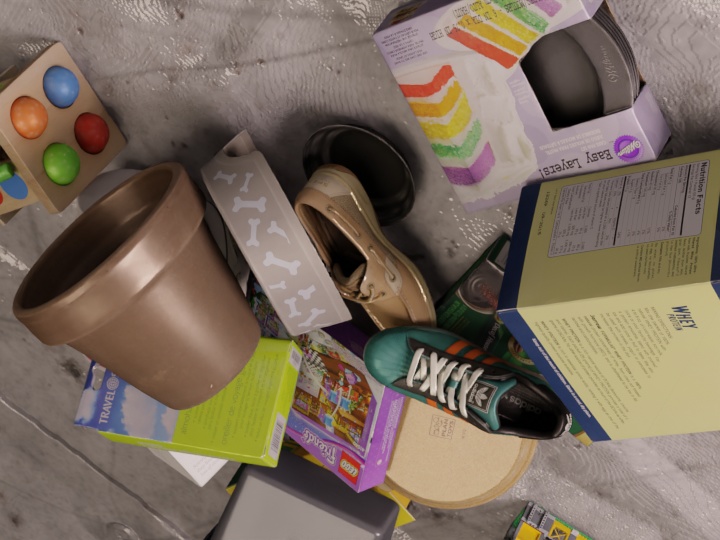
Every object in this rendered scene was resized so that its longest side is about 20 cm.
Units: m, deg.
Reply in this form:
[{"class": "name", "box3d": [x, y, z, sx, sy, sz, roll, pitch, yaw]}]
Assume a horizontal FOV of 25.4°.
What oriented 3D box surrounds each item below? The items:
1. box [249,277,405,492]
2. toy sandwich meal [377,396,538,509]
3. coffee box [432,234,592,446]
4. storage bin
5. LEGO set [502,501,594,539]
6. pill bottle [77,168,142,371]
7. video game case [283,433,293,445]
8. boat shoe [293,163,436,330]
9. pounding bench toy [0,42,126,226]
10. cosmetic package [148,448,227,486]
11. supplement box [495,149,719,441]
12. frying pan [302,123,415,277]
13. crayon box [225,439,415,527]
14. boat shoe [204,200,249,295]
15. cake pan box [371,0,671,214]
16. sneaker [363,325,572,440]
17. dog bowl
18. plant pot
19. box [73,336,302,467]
[{"class": "box", "box3d": [-0.042, 0.107, 1.582, 0.200, 0.039, 0.137, 36, 126, 35]}, {"class": "toy sandwich meal", "box3d": [0.082, 0.148, 1.595, 0.205, 0.070, 0.206, 3, 104, 12]}, {"class": "coffee box", "box3d": [0.173, 0.068, 1.491, 0.200, 0.044, 0.123, 38, 137, -4]}, {"class": "storage bin", "box3d": [-0.055, 0.274, 1.649, 0.200, 0.146, 0.135, 25, 109, 9]}, {"class": "LEGO set", "box3d": [0.181, 0.349, 1.680, 0.154, 0.116, 0.200, 37, 137, -3]}, {"class": "pill bottle", "box3d": [-0.237, 0.003, 1.630, 0.113, 0.113, 0.200, 20, 135, 15]}, {"class": "video game case", "box3d": [-0.040, 0.168, 1.722, 0.200, 0.026, 0.181, 25, 136, 10]}, {"class": "boat shoe", "box3d": [0.000, 0.000, 1.476, 0.071, 0.065, 0.200, -15, 116, 42]}, {"class": "pounding bench toy", "box3d": [-0.349, -0.105, 1.540, 0.156, 0.200, 0.124, -13, 120, 39]}, {"class": "cosmetic package", "box3d": [-0.178, 0.154, 1.676, 0.074, 0.102, 0.200, 49, 168, -17]}, {"class": "supplement box", "box3d": [0.250, 0.025, 1.299, 0.199, 0.134, 0.200, -10, 138, 31]}, {"class": "frying pan", "box3d": [0.006, -0.061, 1.488, 0.115, 0.031, 0.190, 12, 135, 24]}, {"class": "crayon box", "box3d": [-0.037, 0.237, 1.726, 0.200, 0.051, 0.127, -26, 112, 43]}, {"class": "boat shoe", "box3d": [-0.141, -0.001, 1.578, 0.072, 0.066, 0.200, 35, 144, 31]}, {"class": "cake pan box", "box3d": [0.134, -0.153, 1.307, 0.200, 0.052, 0.184, -14, 116, 36]}, {"class": "sneaker", "box3d": [0.099, 0.102, 1.448, 0.200, 0.080, 0.072, 18, 94, -2]}, {"class": "dog bowl", "box3d": [-0.080, -0.029, 1.456, 0.059, 0.200, 0.200, -30, 116, -2]}, {"class": "plant pot", "box3d": [-0.186, 0.028, 1.457, 0.200, 0.200, 0.175, -21, 120, 41]}, {"class": "box", "box3d": [-0.166, 0.115, 1.551, 0.199, 0.122, 0.048, 7, 161, 17]}]
